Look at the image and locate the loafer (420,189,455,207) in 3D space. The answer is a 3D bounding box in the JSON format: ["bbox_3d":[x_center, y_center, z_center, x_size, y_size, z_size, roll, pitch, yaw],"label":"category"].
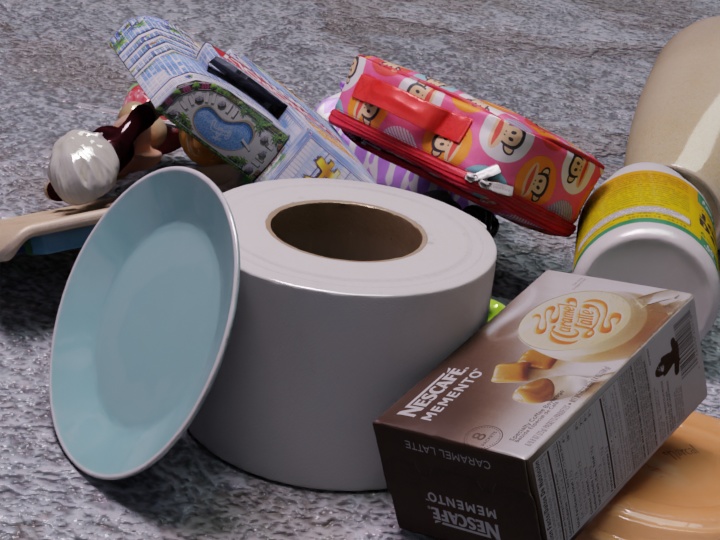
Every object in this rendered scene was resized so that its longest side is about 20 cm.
[{"bbox_3d":[0.000,0.000,1.330,0.199,0.072,0.063,-24,68,-25],"label":"loafer"}]

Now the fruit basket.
[{"bbox_3d":[-0.147,-0.133,1.533,0.199,0.094,0.185,15,4,-7],"label":"fruit basket"}]

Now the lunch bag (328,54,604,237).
[{"bbox_3d":[0.076,-0.105,1.386,0.200,0.082,0.176,29,5,40],"label":"lunch bag"}]

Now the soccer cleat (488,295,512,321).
[{"bbox_3d":[0.136,0.063,1.255,0.199,0.068,0.081,10,-11,33],"label":"soccer cleat"}]

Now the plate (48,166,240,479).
[{"bbox_3d":[-0.131,0.034,1.098,0.026,0.201,0.200,20,11,-37],"label":"plate"}]

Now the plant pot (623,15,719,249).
[{"bbox_3d":[0.309,-0.100,1.559,0.187,0.188,0.200,17,38,23],"label":"plant pot"}]

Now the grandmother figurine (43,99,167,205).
[{"bbox_3d":[-0.192,-0.088,1.340,0.061,0.121,0.200,40,13,-5],"label":"grandmother figurine"}]

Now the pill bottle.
[{"bbox_3d":[0.225,-0.015,1.385,0.112,0.113,0.200,9,22,6],"label":"pill bottle"}]

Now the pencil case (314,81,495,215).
[{"bbox_3d":[0.040,-0.101,1.575,0.200,0.086,0.084,28,4,36],"label":"pencil case"}]

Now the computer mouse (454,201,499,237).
[{"bbox_3d":[0.005,-0.028,1.446,0.199,0.053,0.139,18,33,9],"label":"computer mouse"}]

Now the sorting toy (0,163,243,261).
[{"bbox_3d":[-0.209,-0.037,1.344,0.199,0.037,0.185,-19,9,-30],"label":"sorting toy"}]

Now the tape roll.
[{"bbox_3d":[-0.016,0.036,1.169,0.202,0.140,0.203,5,23,-2],"label":"tape roll"}]

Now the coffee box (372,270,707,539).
[{"bbox_3d":[0.115,0.085,1.087,0.114,0.080,0.200,10,33,39],"label":"coffee box"}]

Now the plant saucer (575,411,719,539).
[{"bbox_3d":[0.196,0.134,1.131,0.199,0.032,0.200,6,23,-3],"label":"plant saucer"}]

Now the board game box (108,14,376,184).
[{"bbox_3d":[-0.074,-0.105,1.308,0.200,0.062,0.200,36,7,-33],"label":"board game box"}]
